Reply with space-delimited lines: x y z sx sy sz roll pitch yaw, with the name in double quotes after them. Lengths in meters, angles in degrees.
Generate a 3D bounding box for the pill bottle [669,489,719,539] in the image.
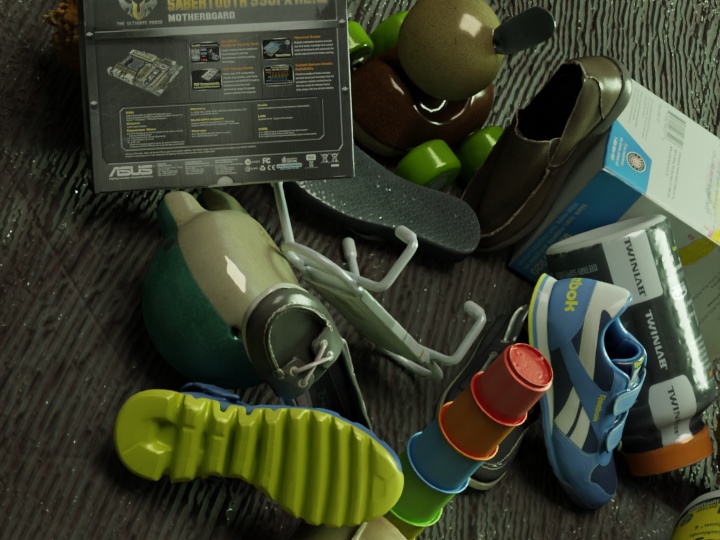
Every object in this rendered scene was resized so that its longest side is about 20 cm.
0.271 0.264 1.690 0.112 0.112 0.200 38 37 -4 "pill bottle"

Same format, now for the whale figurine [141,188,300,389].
-0.105 0.012 1.640 0.159 0.104 0.200 48 11 -22 "whale figurine"

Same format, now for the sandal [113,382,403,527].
-0.066 0.119 1.535 0.199 0.080 0.087 17 8 2 "sandal"

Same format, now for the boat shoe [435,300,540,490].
0.113 0.091 1.764 0.073 0.063 0.200 36 38 -7 "boat shoe"

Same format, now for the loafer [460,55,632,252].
0.140 -0.105 1.874 0.071 0.200 0.073 20 21 -50 "loafer"

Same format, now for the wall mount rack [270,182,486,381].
0.000 0.000 1.708 0.173 0.075 0.200 24 -16 42 "wall mount rack"

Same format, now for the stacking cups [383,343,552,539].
0.068 0.127 1.576 0.060 0.200 0.061 25 40 -23 "stacking cups"

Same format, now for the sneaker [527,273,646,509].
0.183 0.097 1.736 0.074 0.082 0.201 -62 144 -60 "sneaker"

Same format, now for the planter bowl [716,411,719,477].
0.355 0.187 1.789 0.200 0.200 0.083 43 52 3 "planter bowl"

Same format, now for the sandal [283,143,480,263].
0.006 -0.053 1.834 0.200 0.043 0.076 27 50 -22 "sandal"

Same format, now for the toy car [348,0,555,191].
0.083 -0.188 1.897 0.157 0.200 0.165 -17 66 -48 "toy car"

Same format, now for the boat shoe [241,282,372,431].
-0.028 0.078 1.565 0.067 0.200 0.057 -42 58 -13 "boat shoe"

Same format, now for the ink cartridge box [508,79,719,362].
0.258 -0.035 1.945 0.200 0.145 0.148 33 38 -11 "ink cartridge box"

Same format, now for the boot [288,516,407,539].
-0.059 0.209 1.505 0.175 0.066 0.200 47 36 -3 "boot"

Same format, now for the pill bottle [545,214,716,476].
0.227 0.063 1.817 0.106 0.106 0.201 -21 96 -49 "pill bottle"

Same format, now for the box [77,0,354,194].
-0.107 -0.142 1.660 0.199 0.159 0.048 -5 7 -10 "box"

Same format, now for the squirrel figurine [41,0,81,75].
-0.137 -0.195 1.723 0.199 0.188 0.141 -18 21 -23 "squirrel figurine"
